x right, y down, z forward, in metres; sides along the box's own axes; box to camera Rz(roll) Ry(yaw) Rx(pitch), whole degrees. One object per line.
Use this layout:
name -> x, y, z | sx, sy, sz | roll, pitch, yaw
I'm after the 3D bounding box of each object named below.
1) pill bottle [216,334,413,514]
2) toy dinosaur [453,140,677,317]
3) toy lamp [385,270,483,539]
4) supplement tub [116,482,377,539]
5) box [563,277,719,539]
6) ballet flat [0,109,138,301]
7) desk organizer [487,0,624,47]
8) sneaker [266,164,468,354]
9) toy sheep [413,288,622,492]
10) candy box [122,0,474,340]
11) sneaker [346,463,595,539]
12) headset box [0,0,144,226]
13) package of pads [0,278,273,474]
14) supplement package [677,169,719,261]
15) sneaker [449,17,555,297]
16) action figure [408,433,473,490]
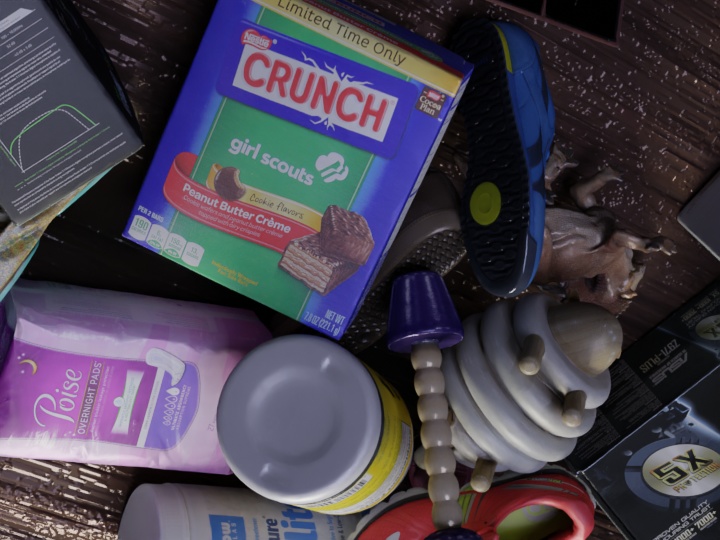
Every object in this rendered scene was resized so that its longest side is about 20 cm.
pill bottle -> -0.024, 0.117, 1.116 | 0.114, 0.115, 0.200 | -36, 164, 2
toy dinosaur -> 0.148, -0.015, 1.182 | 0.199, 0.086, 0.136 | 18, 132, -15
toy lamp -> 0.052, 0.100, 1.067 | 0.058, 0.058, 0.201 | -3, 74, -18
supplement tub -> -0.080, 0.236, 1.202 | 0.199, 0.132, 0.133 | 8, 114, -24
box -> 0.279, 0.135, 1.304 | 0.200, 0.086, 0.164 | -38, 123, 3
ballet flat -> -0.231, -0.046, 1.033 | 0.200, 0.071, 0.071 | -48, 122, 3
desk organizer -> 0.095, -0.220, 1.049 | 0.199, 0.077, 0.072 | 14, 112, -26
sneaker -> 0.000, 0.000, 1.147 | 0.200, 0.076, 0.070 | -36, 139, 25
toy sheep -> 0.111, 0.090, 1.146 | 0.200, 0.138, 0.138 | -35, 126, 25
candy box -> -0.042, -0.081, 1.039 | 0.168, 0.077, 0.201 | 25, 107, 1
sneaker -> 0.078, 0.197, 1.139 | 0.199, 0.085, 0.077 | -21, 103, -2
headset box -> -0.229, -0.157, 0.909 | 0.092, 0.174, 0.200 | -32, 122, 0
package of pads -> -0.172, 0.077, 1.116 | 0.199, 0.076, 0.121 | 9, 111, -24
supplement package -> 0.391, -0.031, 1.187 | 0.147, 0.200, 0.191 | 35, 101, -32
sneaker -> 0.112, -0.079, 1.087 | 0.078, 0.066, 0.201 | 9, 71, -44
action figure -> 0.075, 0.187, 1.273 | 0.148, 0.134, 0.201 | -3, 113, 31
